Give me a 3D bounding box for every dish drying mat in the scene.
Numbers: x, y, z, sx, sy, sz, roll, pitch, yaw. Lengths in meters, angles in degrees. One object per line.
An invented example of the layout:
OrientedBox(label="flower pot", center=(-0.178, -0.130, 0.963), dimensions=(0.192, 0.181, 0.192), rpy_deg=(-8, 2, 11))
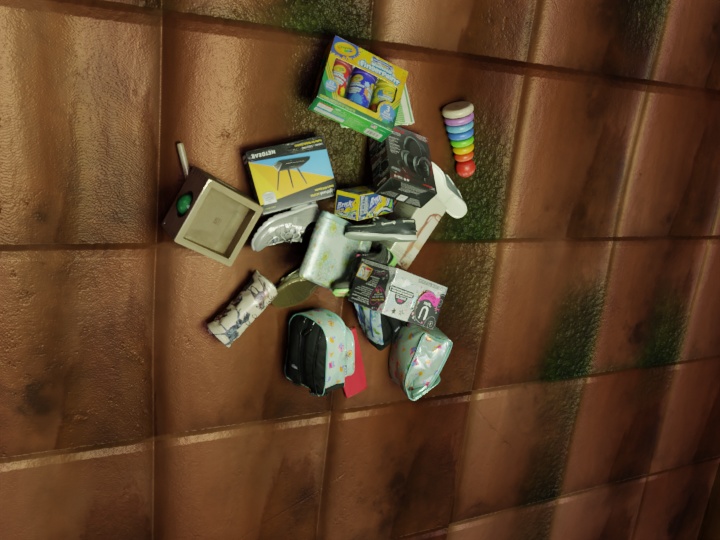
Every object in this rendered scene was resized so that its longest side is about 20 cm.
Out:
OrientedBox(label="dish drying mat", center=(-0.030, 0.260, 1.834), dimensions=(0.076, 0.018, 0.202), rpy_deg=(-21, 115, -21))

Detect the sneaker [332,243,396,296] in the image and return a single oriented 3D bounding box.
OrientedBox(label="sneaker", center=(0.000, 0.000, 1.625), dimensions=(0.199, 0.077, 0.084), rpy_deg=(-35, 94, -30))

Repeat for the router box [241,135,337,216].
OrientedBox(label="router box", center=(-0.166, -0.227, 1.548), dimensions=(0.198, 0.051, 0.151), rpy_deg=(-18, 96, -22))

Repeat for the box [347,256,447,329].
OrientedBox(label="box", center=(0.093, 0.059, 1.571), dimensions=(0.199, 0.131, 0.116), rpy_deg=(19, 90, -44))

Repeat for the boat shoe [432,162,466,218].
OrientedBox(label="boat shoe", center=(0.217, -0.230, 1.773), dimensions=(0.073, 0.062, 0.200), rpy_deg=(-37, 108, 21))

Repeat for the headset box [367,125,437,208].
OrientedBox(label="headset box", center=(0.103, -0.274, 1.632), dimensions=(0.147, 0.077, 0.202), rpy_deg=(15, 56, -31))

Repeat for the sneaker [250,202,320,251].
OrientedBox(label="sneaker", center=(-0.176, -0.099, 1.582), dimensions=(0.199, 0.075, 0.082), rpy_deg=(-33, 80, -14))

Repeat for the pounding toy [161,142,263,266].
OrientedBox(label="pounding toy", center=(-0.353, -0.149, 1.471), dimensions=(0.199, 0.142, 0.185), rpy_deg=(27, 96, -41))

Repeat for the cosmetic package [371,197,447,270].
OrientedBox(label="cosmetic package", center=(0.128, -0.117, 1.736), dimensions=(0.087, 0.103, 0.201), rpy_deg=(33, 92, -33))

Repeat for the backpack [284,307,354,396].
OrientedBox(label="backpack", center=(-0.104, 0.198, 1.684), dimensions=(0.152, 0.175, 0.203), rpy_deg=(-20, 117, -38))

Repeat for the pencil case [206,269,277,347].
OrientedBox(label="pencil case", center=(-0.293, 0.096, 1.600), dimensions=(0.200, 0.089, 0.078), rpy_deg=(-47, 127, -3))

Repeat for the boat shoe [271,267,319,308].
OrientedBox(label="boat shoe", center=(-0.149, 0.023, 1.673), dimensions=(0.200, 0.063, 0.074), rpy_deg=(-36, 127, -5))

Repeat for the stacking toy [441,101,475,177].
OrientedBox(label="stacking toy", center=(0.273, -0.346, 1.749), dimensions=(0.085, 0.085, 0.202), rpy_deg=(-24, 121, -18))

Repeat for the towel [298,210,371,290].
OrientedBox(label="towel", center=(-0.057, -0.038, 1.624), dimensions=(0.199, 0.048, 0.173), rpy_deg=(25, 80, -47))

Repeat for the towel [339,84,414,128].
OrientedBox(label="towel", center=(0.030, -0.424, 1.591), dimensions=(0.197, 0.023, 0.155), rpy_deg=(-7, 81, -24))

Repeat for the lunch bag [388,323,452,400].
OrientedBox(label="lunch bag", center=(0.155, 0.249, 1.835), dimensions=(0.121, 0.170, 0.202), rpy_deg=(16, 100, -23))

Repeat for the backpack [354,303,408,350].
OrientedBox(label="backpack", center=(0.058, 0.092, 1.737), dimensions=(0.164, 0.153, 0.201), rpy_deg=(-50, 163, -19))

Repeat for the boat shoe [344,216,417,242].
OrientedBox(label="boat shoe", center=(0.051, -0.105, 1.622), dimensions=(0.198, 0.075, 0.061), rpy_deg=(2, 83, -29))

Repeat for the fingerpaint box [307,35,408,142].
OrientedBox(label="fingerpaint box", center=(-0.003, -0.424, 1.520), dimensions=(0.198, 0.073, 0.169), rpy_deg=(21, 72, -18))

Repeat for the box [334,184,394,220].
OrientedBox(label="box", center=(0.015, -0.173, 1.620), dimensions=(0.199, 0.069, 0.065), rpy_deg=(-20, 122, -60))
